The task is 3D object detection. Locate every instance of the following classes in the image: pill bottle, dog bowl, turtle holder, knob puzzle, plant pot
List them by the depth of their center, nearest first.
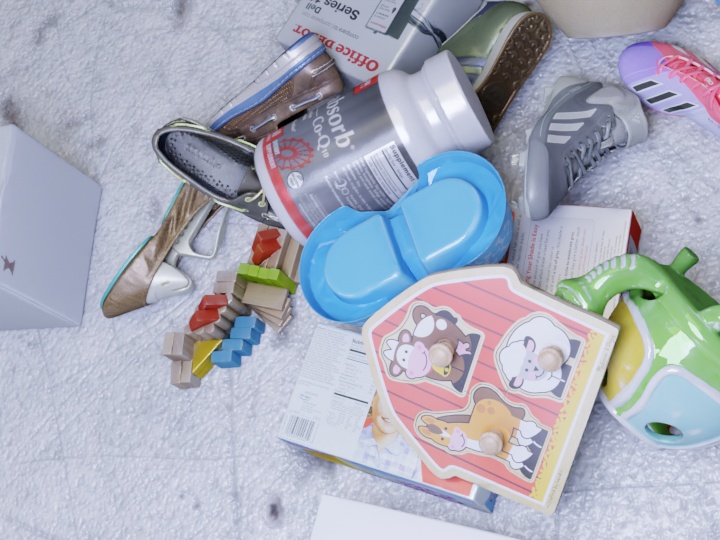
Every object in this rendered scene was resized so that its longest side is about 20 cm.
[{"bbox_3d":[0.250,0.068,0.992,0.132,0.185,0.141,-47,46,18],"label":"turtle holder"},{"bbox_3d":[0.087,0.087,0.995,0.218,0.030,0.221,8,110,22],"label":"knob puzzle"},{"bbox_3d":[0.043,-0.021,1.067,0.199,0.050,0.112,-29,57,16],"label":"dog bowl"},{"bbox_3d":[0.014,-0.112,1.125,0.199,0.116,0.116,-27,63,14],"label":"pill bottle"},{"bbox_3d":[0.234,-0.288,1.144,0.199,0.200,0.135,-3,104,21],"label":"plant pot"}]

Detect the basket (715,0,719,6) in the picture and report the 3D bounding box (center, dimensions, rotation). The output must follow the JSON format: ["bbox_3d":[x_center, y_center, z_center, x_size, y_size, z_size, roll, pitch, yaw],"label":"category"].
[{"bbox_3d":[0.405,-0.200,1.038,0.139,0.176,0.200,-49,43,-1],"label":"basket"}]

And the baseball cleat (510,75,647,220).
[{"bbox_3d":[0.200,-0.116,1.106,0.106,0.070,0.201,4,44,18],"label":"baseball cleat"}]

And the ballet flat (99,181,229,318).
[{"bbox_3d":[-0.187,-0.023,1.272,0.072,0.068,0.201,32,80,9],"label":"ballet flat"}]

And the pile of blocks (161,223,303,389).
[{"bbox_3d":[-0.122,0.037,1.216,0.082,0.062,0.200,36,87,29],"label":"pile of blocks"}]

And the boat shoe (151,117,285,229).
[{"bbox_3d":[-0.114,-0.090,1.221,0.201,0.060,0.072,26,100,0],"label":"boat shoe"}]

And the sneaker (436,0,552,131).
[{"bbox_3d":[0.100,-0.181,1.216,0.201,0.067,0.090,-52,39,8],"label":"sneaker"}]

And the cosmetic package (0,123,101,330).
[{"bbox_3d":[-0.409,-0.037,1.299,0.199,0.166,0.168,-3,70,21],"label":"cosmetic package"}]

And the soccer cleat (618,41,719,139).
[{"bbox_3d":[0.314,-0.157,1.107,0.067,0.076,0.200,-46,63,-4],"label":"soccer cleat"}]

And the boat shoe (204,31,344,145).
[{"bbox_3d":[-0.092,-0.156,1.246,0.073,0.072,0.200,51,137,-5],"label":"boat shoe"}]

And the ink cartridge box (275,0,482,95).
[{"bbox_3d":[0.030,-0.272,1.260,0.146,0.083,0.201,29,84,28],"label":"ink cartridge box"}]

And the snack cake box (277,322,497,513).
[{"bbox_3d":[0.038,0.131,1.115,0.199,0.067,0.116,14,75,25],"label":"snack cake box"}]

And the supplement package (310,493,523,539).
[{"bbox_3d":[0.055,0.289,1.024,0.199,0.111,0.157,9,74,24],"label":"supplement package"}]

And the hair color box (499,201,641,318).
[{"bbox_3d":[0.146,-0.001,1.124,0.199,0.064,0.112,5,75,22],"label":"hair color box"}]
